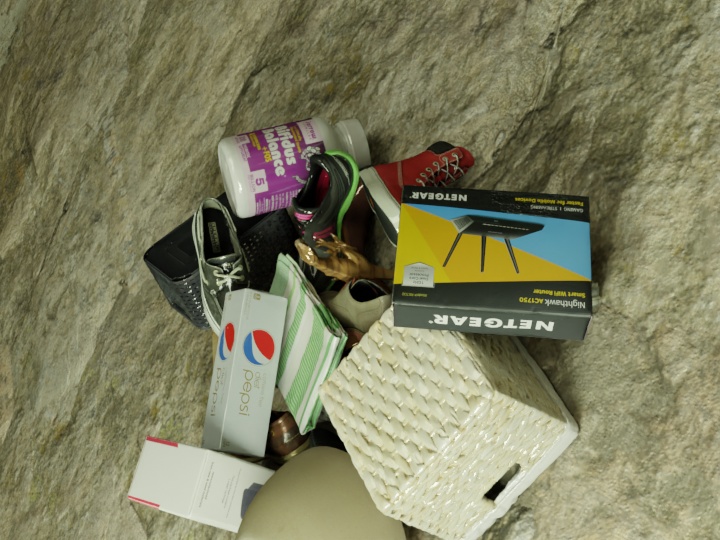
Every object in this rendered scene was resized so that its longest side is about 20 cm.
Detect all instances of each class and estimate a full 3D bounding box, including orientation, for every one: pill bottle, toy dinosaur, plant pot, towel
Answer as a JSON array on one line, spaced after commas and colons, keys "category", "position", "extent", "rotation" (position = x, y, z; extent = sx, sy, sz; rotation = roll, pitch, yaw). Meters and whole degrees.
[{"category": "pill bottle", "position": [-0.090, -0.149, 1.414], "extent": [0.112, 0.197, 0.114], "rotation": [165, 90, -76]}, {"category": "toy dinosaur", "position": [0.000, 0.000, 1.275], "extent": [0.106, 0.197, 0.061], "rotation": [35, 114, 61]}, {"category": "plant pot", "position": [-0.064, 0.312, 1.123], "extent": [0.198, 0.133, 0.204], "rotation": [13, 110, 40]}, {"category": "towel", "position": [-0.082, 0.090, 1.286], "extent": [0.200, 0.023, 0.154], "rotation": [51, 128, 50]}]

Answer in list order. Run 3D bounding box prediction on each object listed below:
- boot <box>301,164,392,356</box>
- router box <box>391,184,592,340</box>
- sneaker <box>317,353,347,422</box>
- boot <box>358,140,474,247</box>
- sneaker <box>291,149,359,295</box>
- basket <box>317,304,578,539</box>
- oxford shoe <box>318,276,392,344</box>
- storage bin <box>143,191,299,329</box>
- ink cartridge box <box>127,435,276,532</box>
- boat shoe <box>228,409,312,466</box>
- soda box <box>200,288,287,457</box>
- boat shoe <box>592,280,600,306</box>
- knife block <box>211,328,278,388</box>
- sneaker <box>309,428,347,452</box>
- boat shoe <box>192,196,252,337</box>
[{"category": "boot", "position": [0.004, -0.018, 1.351], "extent": [0.188, 0.068, 0.201], "rotation": [-44, 47, 18]}, {"category": "router box", "position": [0.135, -0.010, 1.047], "extent": [0.196, 0.051, 0.151], "rotation": [3, 57, 5]}, {"category": "sneaker", "position": [-0.038, 0.162, 1.306], "extent": [0.089, 0.081, 0.200], "rotation": [-60, 35, 13]}, {"category": "boot", "position": [0.082, -0.102, 1.250], "extent": [0.142, 0.073, 0.201], "rotation": [-21, 26, 0]}, {"category": "sneaker", "position": [-0.062, -0.060, 1.335], "extent": [0.076, 0.083, 0.204], "rotation": [14, 95, 44]}, {"category": "basket", "position": [0.089, 0.154, 1.105], "extent": [0.199, 0.160, 0.201], "rotation": [-49, 45, 16]}, {"category": "oxford shoe", "position": [-0.001, 0.040, 1.247], "extent": [0.199, 0.070, 0.076], "rotation": [17, 118, 58]}, {"category": "storage bin", "position": [-0.197, -0.025, 1.480], "extent": [0.199, 0.095, 0.135], "rotation": [-38, 37, -19]}, {"category": "ink cartridge box", "position": [-0.166, 0.281, 1.284], "extent": [0.144, 0.199, 0.086], "rotation": [0, 68, 47]}, {"category": "boat shoe", "position": [-0.130, 0.212, 1.355], "extent": [0.072, 0.068, 0.199], "rotation": [-41, 18, -32]}, {"category": "soda box", "position": [-0.146, 0.128, 1.283], "extent": [0.068, 0.063, 0.204], "rotation": [-12, 68, 59]}, {"category": "boat shoe", "position": [0.170, -0.013, 1.114], "extent": [0.200, 0.074, 0.066], "rotation": [23, 104, 22]}, {"category": "knife block", "position": [-0.134, 0.078, 1.453], "extent": [0.174, 0.064, 0.203], "rotation": [-31, 51, 33]}, {"category": "sneaker", "position": [-0.031, 0.286, 1.232], "extent": [0.089, 0.073, 0.201], "rotation": [-48, 47, 25]}, {"category": "boat shoe", "position": [-0.183, 0.002, 1.355], "extent": [0.064, 0.070, 0.203], "rotation": [124, 129, -70]}]
